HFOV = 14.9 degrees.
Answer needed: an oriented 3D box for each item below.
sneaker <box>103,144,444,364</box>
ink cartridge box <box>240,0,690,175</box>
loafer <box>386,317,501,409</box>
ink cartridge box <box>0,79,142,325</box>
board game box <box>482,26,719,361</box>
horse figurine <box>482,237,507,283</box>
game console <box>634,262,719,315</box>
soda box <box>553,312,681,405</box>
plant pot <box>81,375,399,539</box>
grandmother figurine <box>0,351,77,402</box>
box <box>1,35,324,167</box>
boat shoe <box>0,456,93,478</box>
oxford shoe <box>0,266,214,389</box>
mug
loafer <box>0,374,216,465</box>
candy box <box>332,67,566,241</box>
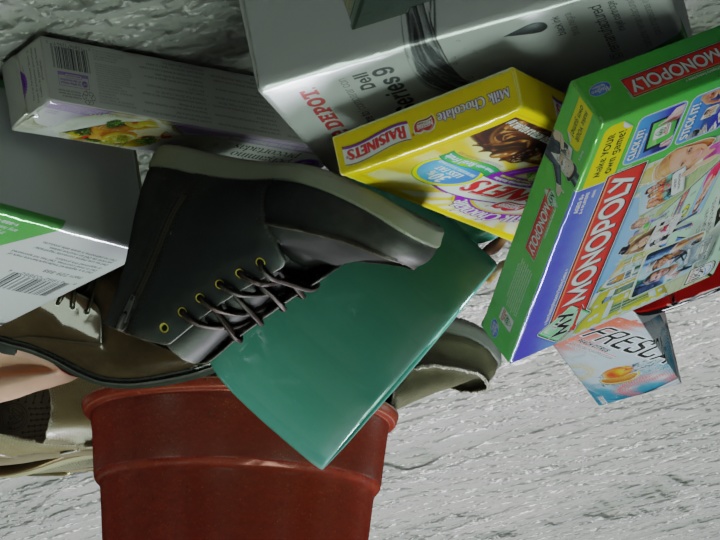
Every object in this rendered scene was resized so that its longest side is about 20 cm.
[{"bbox_3d":[-0.045,0.003,1.401,0.200,0.107,0.075,10,169,46],"label":"sneaker"},{"bbox_3d":[0.054,-0.126,1.352,0.199,0.084,0.146,-15,160,11],"label":"ink cartridge box"},{"bbox_3d":[0.010,0.060,1.757,0.200,0.070,0.075,12,166,-41],"label":"loafer"},{"bbox_3d":[-0.238,-0.023,1.494,0.200,0.084,0.146,-25,155,33],"label":"ink cartridge box"},{"bbox_3d":[0.142,-0.042,1.361,0.134,0.029,0.200,-23,153,-25],"label":"board game box"},{"bbox_3d":[0.122,-0.044,1.643,0.132,0.050,0.200,-27,156,-26],"label":"horse figurine"},{"bbox_3d":[0.254,-0.031,1.668,0.176,0.031,0.200,-17,-170,19],"label":"game console"},{"bbox_3d":[0.162,0.026,1.839,0.063,0.069,0.200,-16,158,13],"label":"soda box"},{"bbox_3d":[-0.078,0.182,1.700,0.200,0.196,0.201,1,165,0],"label":"plant pot"},{"bbox_3d":[-0.178,0.050,1.699,0.200,0.061,0.121,-6,172,31],"label":"grandmother figurine"},{"bbox_3d":[-0.098,-0.086,1.466,0.200,0.042,0.039,7,154,-40],"label":"box"},{"bbox_3d":[-0.169,0.104,1.885,0.199,0.072,0.065,-13,168,12],"label":"boat shoe"},{"bbox_3d":[-0.161,0.019,1.599,0.199,0.073,0.084,7,155,10],"label":"oxford shoe"},{"bbox_3d":[-0.006,0.008,1.543,0.185,0.114,0.152,-48,176,-38],"label":"mug"},{"bbox_3d":[-0.184,0.088,1.820,0.199,0.076,0.067,-16,165,12],"label":"loafer"},{"bbox_3d":[0.078,-0.054,1.380,0.102,0.026,0.200,-18,163,26],"label":"candy box"}]
